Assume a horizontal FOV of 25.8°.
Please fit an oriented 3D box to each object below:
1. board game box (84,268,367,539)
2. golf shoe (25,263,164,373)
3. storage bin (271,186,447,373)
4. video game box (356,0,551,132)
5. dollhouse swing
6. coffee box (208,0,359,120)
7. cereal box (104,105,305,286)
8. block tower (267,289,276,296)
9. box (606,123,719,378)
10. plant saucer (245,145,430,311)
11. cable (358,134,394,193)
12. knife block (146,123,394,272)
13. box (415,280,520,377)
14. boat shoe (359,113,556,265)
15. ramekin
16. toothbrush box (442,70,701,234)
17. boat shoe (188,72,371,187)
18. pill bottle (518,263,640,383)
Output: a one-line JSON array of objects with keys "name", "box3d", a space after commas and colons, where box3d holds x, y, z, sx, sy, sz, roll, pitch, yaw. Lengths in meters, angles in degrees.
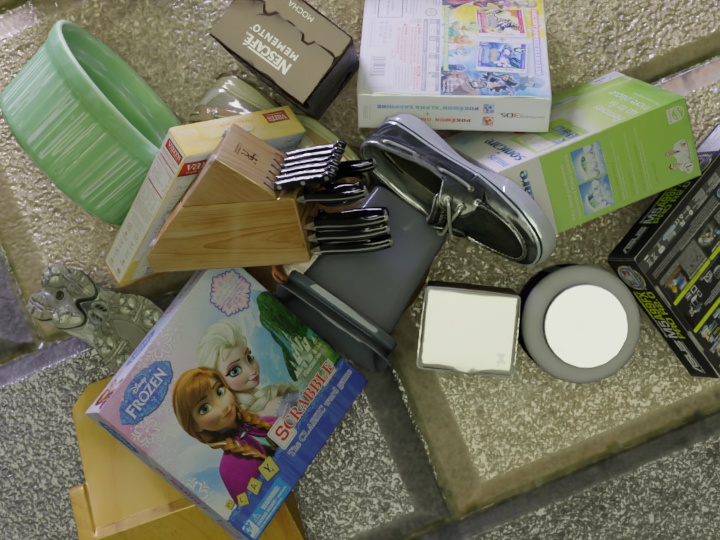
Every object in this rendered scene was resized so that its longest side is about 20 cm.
[{"name": "board game box", "box3d": [-0.123, 0.120, 1.489, 0.199, 0.041, 0.200, 42, 67, -16]}, {"name": "golf shoe", "box3d": [-0.234, 0.059, 1.565, 0.200, 0.097, 0.078, 31, 86, 27]}, {"name": "storage bin", "box3d": [0.000, 0.000, 1.502, 0.145, 0.200, 0.134, 35, 81, 2]}, {"name": "video game box", "box3d": [0.091, -0.208, 1.530, 0.182, 0.200, 0.047, 0, 129, 4]}, {"name": "dollhouse swing", "box3d": [-0.183, 0.213, 1.619, 0.200, 0.176, 0.182, -20, 131, 2]}, {"name": "coffee box", "box3d": [-0.069, -0.215, 1.524, 0.113, 0.200, 0.080, 38, 92, 2]}, {"name": "cereal box", "box3d": [-0.152, -0.072, 1.512, 0.040, 0.144, 0.200, 55, 136, 21]}, {"name": "block tower", "box3d": [-0.146, 0.101, 1.556, 0.058, 0.054, 0.200, 10, 59, 30]}, {"name": "box", "box3d": [0.349, -0.021, 1.526, 0.200, 0.044, 0.160, -48, 113, -21]}, {"name": "plant saucer", "box3d": [-0.024, -0.029, 1.608, 0.200, 0.035, 0.201, 0, 91, 2]}, {"name": "cable", "box3d": [0.084, -0.088, 1.582, 0.200, 0.050, 0.097, 34, 49, 6]}, {"name": "knife block", "box3d": [-0.072, -0.040, 1.404, 0.175, 0.064, 0.200, 33, 126, -10]}, {"name": "box", "box3d": [0.104, 0.054, 1.521, 0.095, 0.200, 0.078, 6, 91, 2]}, {"name": "boat shoe", "box3d": [0.082, -0.061, 1.418, 0.200, 0.072, 0.071, 36, 48, 18]}, {"name": "ramekin", "box3d": [-0.257, -0.139, 1.539, 0.098, 0.200, 0.200, -41, 89, 10]}, {"name": "toothbrush box", "box3d": [0.201, -0.110, 1.513, 0.200, 0.146, 0.086, -23, 113, -11]}, {"name": "boat shoe", "box3d": [-0.079, -0.125, 1.568, 0.200, 0.073, 0.063, 33, 74, 17]}, {"name": "pill bottle", "box3d": [0.208, 0.050, 1.517, 0.112, 0.200, 0.113, 0, 91, 3]}]
